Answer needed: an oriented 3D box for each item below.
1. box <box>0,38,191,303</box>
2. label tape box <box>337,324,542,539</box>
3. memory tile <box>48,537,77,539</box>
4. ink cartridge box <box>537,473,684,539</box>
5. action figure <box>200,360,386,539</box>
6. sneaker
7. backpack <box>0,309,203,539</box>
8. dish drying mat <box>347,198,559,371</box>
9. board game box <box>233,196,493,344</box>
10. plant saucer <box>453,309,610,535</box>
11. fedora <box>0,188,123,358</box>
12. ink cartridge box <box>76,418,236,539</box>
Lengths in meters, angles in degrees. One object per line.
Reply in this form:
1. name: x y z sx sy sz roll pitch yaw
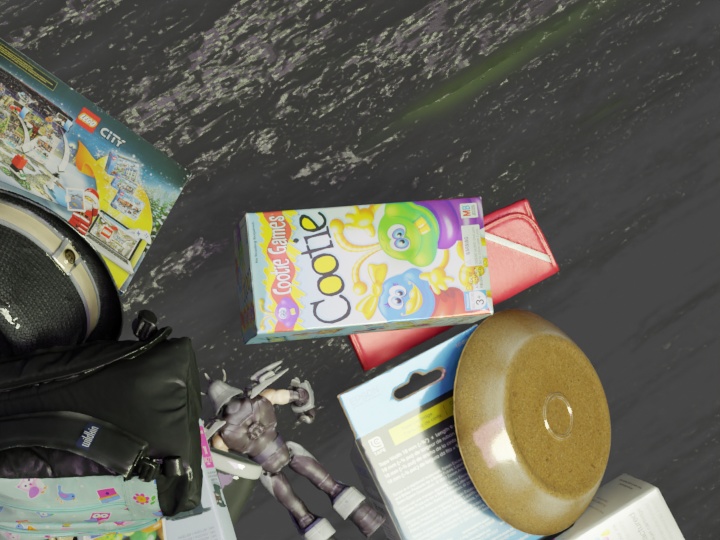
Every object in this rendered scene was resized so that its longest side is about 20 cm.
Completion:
1. box: -0.253 -0.081 1.639 0.200 0.038 0.137 35 55 -14
2. label tape box: 0.074 0.164 1.756 0.144 0.063 0.200 -26 99 -13
3. memory tile: -0.221 0.263 1.643 0.017 0.153 0.200 -17 99 0
4. ink cartridge box: 0.201 0.296 1.787 0.200 0.086 0.148 -30 100 -12
5. action figure: -0.072 0.166 1.720 0.130 0.069 0.200 -41 98 -1
6. sneaker: -0.188 0.179 1.654 0.200 0.071 0.099 16 88 16
7. backpack: -0.222 0.132 1.523 0.200 0.167 0.127 -7 132 1
8. dish drying mat: 0.076 0.012 1.770 0.200 0.018 0.077 -27 100 -11
9. board game box: 0.000 0.000 1.692 0.200 0.105 0.103 -5 84 -10
10. plant saucer: 0.160 0.129 1.735 0.200 0.035 0.200 15 68 -42
11. fedora: -0.290 0.031 1.590 0.201 0.201 0.092 36 43 -14
12. ink cartridge box: -0.159 0.229 1.596 0.119 0.042 0.200 -18 86 8
